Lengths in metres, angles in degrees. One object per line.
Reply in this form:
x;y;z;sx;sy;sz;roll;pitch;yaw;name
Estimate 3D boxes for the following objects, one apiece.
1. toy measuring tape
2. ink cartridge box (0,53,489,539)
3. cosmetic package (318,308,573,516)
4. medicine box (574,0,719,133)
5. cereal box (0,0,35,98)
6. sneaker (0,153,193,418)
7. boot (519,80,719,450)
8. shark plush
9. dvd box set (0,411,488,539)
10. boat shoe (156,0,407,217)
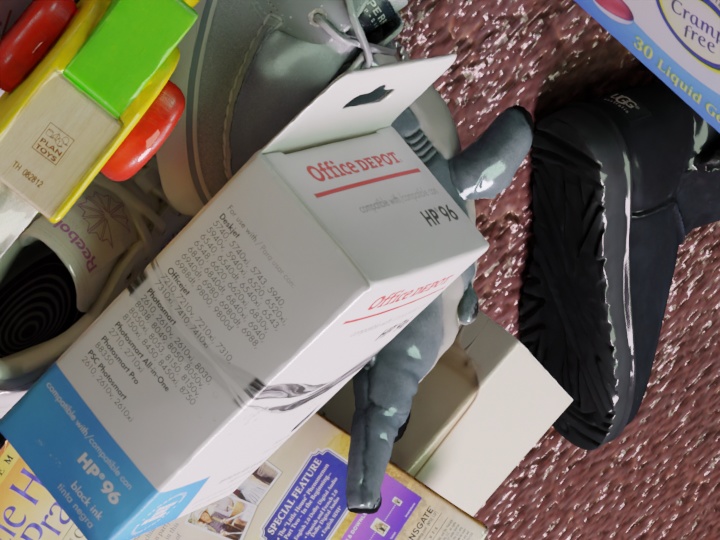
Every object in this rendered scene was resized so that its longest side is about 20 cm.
-0.122;-0.036;0.986;0.200;0.073;0.074;-52;144;-6;toy measuring tape
-0.030;0.011;1.043;0.200;0.068;0.116;-45;169;24;ink cartridge box
-0.011;0.095;1.256;0.200;0.103;0.073;-50;144;-3;cosmetic package
0.140;-0.179;1.087;0.103;0.182;0.200;-35;154;-19;medicine box
-0.160;-0.112;0.974;0.143;0.039;0.201;-3;123;-47;cereal box
-0.085;-0.018;1.080;0.200;0.075;0.100;-46;178;-9;sneaker
0.165;-0.020;1.367;0.167;0.076;0.201;-23;129;-28;boot
0.000;0.000;1.169;0.083;0.091;0.201;19;81;-45;shark plush
-0.066;0.115;1.169;0.200;0.029;0.147;34;88;-15;dvd box set
-0.016;-0.111;1.045;0.070;0.071;0.202;45;61;-55;boat shoe
